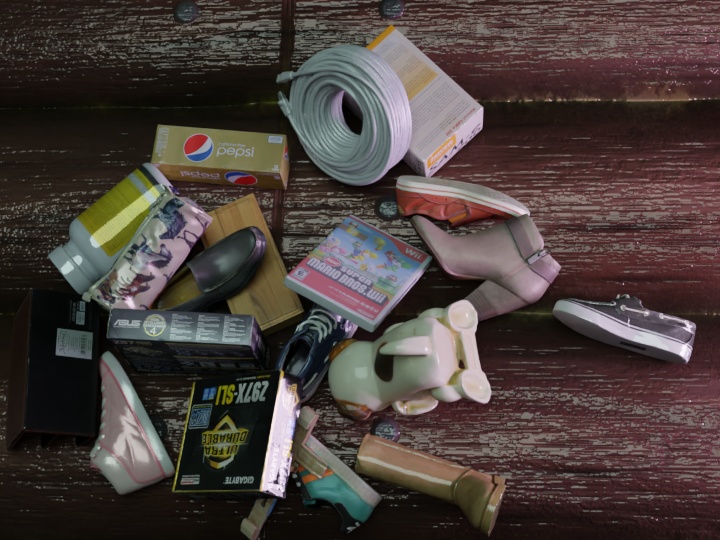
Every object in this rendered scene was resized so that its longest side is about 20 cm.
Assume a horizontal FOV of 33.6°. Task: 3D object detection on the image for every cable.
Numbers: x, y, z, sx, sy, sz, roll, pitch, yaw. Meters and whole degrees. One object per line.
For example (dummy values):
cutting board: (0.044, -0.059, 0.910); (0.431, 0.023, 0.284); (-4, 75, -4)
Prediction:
cable: (-0.016, -0.224, 1.726); (0.069, 0.199, 0.202); (-30, 100, -44)

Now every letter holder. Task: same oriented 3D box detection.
letter holder: (-0.437, 0.148, 1.685); (0.100, 0.142, 0.202); (8, 66, -26)

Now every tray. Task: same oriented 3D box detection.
tray: (-0.162, -0.004, 1.738); (0.098, 0.037, 0.201); (-24, 72, -3)

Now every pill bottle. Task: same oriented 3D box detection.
pill bottle: (-0.349, -0.055, 1.729); (0.200, 0.112, 0.112); (-40, 73, -9)

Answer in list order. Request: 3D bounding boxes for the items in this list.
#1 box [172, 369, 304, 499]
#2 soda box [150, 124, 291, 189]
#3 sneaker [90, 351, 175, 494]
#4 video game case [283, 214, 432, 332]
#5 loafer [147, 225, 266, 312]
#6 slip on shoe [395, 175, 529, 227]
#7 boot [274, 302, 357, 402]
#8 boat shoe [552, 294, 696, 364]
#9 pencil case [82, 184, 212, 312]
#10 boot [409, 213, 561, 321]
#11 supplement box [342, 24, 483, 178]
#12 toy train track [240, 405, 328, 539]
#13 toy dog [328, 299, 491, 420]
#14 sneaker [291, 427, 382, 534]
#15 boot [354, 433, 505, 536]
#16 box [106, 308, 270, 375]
box: (-0.165, 0.222, 1.594); (0.199, 0.049, 0.161); (-11, 62, 47)
soda box: (-0.207, -0.169, 1.779); (0.198, 0.068, 0.065); (6, 72, 6)
sneaker: (-0.344, 0.217, 1.656); (0.104, 0.075, 0.201); (-27, 76, -10)
video game case: (0.000, 0.000, 1.670); (0.142, 0.018, 0.200); (27, 37, 13)
loafer: (-0.217, 0.009, 1.685); (0.200, 0.072, 0.073); (-43, 66, 12)
slip on shoe: (0.147, -0.093, 1.734); (0.198, 0.074, 0.062); (9, 106, 1)
boot: (-0.056, 0.087, 1.668); (0.072, 0.090, 0.201); (22, 72, 11)
boat shoe: (0.367, 0.069, 1.658); (0.198, 0.071, 0.064); (19, 74, 2)
pencil case: (-0.297, -0.020, 1.656); (0.089, 0.078, 0.201); (38, 87, -25)
boot: (0.182, -0.032, 1.693); (0.146, 0.070, 0.201); (-36, 89, 4)
supplement box: (0.071, -0.250, 1.782); (0.126, 0.074, 0.200); (-42, 73, -10)
toy train track: (-0.114, 0.273, 1.596); (0.114, 0.032, 0.201); (34, 105, 28)
toy dog: (0.049, 0.138, 1.605); (0.199, 0.193, 0.141); (-19, 83, 33)
sneaker: (-0.068, 0.274, 1.619); (0.199, 0.071, 0.080); (38, 83, 20)
boot: (0.087, 0.277, 1.560); (0.198, 0.175, 0.067); (18, 89, 7)
box: (-0.233, 0.102, 1.642); (0.198, 0.161, 0.050); (2, 71, 6)
